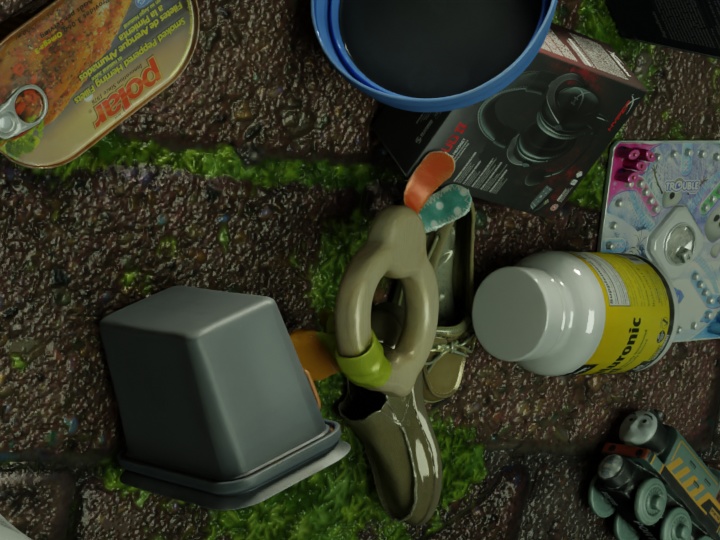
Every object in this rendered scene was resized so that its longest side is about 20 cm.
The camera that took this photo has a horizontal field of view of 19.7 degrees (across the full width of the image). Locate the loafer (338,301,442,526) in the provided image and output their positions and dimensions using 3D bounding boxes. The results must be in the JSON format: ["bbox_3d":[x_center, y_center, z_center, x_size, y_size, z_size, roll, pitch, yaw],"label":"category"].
[{"bbox_3d":[0.019,0.129,1.788,0.067,0.076,0.201,-17,103,-32],"label":"loafer"}]

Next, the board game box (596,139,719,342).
[{"bbox_3d":[0.309,-0.025,1.995,0.199,0.026,0.201,-3,104,-37],"label":"board game box"}]

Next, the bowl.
[{"bbox_3d":[0.061,-0.218,1.650,0.201,0.200,0.039,-57,158,-10],"label":"bowl"}]

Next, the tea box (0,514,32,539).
[{"bbox_3d":[-0.304,0.278,1.493,0.133,0.200,0.197,28,86,-40],"label":"tea box"}]

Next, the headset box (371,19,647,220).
[{"bbox_3d":[0.119,-0.139,1.748,0.200,0.077,0.149,14,121,-41],"label":"headset box"}]

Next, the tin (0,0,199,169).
[{"bbox_3d":[-0.208,-0.159,1.550,0.200,0.042,0.112,-40,119,-22],"label":"tin"}]

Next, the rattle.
[{"bbox_3d":[0.000,0.000,1.718,0.130,0.143,0.201,17,77,-37],"label":"rattle"}]

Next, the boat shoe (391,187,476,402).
[{"bbox_3d":[0.071,0.026,1.799,0.073,0.063,0.202,-12,112,-36],"label":"boat shoe"}]

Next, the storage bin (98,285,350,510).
[{"bbox_3d":[-0.110,0.087,1.603,0.145,0.200,0.135,-25,107,-30],"label":"storage bin"}]

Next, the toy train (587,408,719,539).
[{"bbox_3d":[0.301,0.222,2.029,0.200,0.085,0.114,47,61,-34],"label":"toy train"}]

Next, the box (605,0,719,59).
[{"bbox_3d":[0.342,-0.295,1.834,0.200,0.196,0.124,-44,124,-20],"label":"box"}]

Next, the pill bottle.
[{"bbox_3d":[0.189,0.038,1.841,0.200,0.111,0.112,2,102,-50],"label":"pill bottle"}]
